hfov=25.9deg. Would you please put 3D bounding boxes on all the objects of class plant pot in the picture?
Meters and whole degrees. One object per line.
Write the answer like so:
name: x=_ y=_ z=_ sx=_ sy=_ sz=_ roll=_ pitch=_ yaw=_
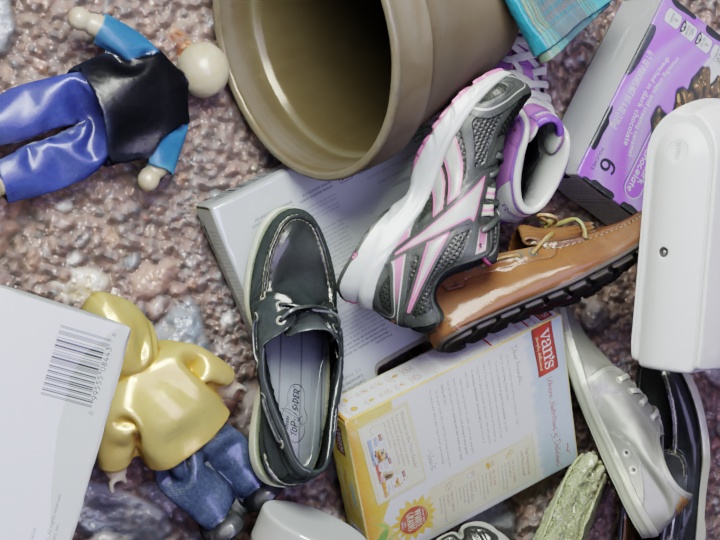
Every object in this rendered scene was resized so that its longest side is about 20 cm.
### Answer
plant pot: x=0.020 y=-0.183 z=1.126 sx=0.172 sy=0.199 sz=0.203 roll=-20 pitch=100 yaw=-37

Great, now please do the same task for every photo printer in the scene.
photo printer: x=0.273 y=-0.028 z=1.188 sx=0.165 sy=0.069 sz=0.203 roll=1 pitch=94 yaw=-52

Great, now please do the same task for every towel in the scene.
towel: x=0.147 y=0.236 z=1.221 sx=0.036 sy=0.148 sz=0.202 roll=20 pitch=83 yaw=14
towel: x=0.117 y=-0.262 z=1.135 sx=0.147 sy=0.022 sz=0.202 roll=-42 pitch=109 yaw=-51

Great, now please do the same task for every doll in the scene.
doll: x=-0.182 y=-0.117 z=1.102 sx=0.198 sy=0.048 sz=0.138 roll=-22 pitch=102 yaw=-21

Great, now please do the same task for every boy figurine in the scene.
boy figurine: x=-0.143 y=0.104 z=1.120 sx=0.124 sy=0.064 sz=0.201 roll=-42 pitch=106 yaw=-18

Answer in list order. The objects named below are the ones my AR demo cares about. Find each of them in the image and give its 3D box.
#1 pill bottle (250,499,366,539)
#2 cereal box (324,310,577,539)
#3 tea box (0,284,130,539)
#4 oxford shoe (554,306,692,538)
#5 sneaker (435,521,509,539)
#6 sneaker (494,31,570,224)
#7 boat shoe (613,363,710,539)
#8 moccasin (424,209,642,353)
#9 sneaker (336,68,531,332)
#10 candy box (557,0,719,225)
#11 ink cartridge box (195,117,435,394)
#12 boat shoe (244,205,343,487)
pill bottle: x=-0.067 y=0.274 z=1.117 sx=0.112 sy=0.113 sz=0.202 roll=18 pitch=96 yaw=-23
cereal box: x=0.074 y=0.125 z=1.206 sx=0.198 sy=0.039 sz=0.145 roll=-24 pitch=123 yaw=-22
tea box: x=-0.253 y=0.107 z=1.000 sx=0.132 sy=0.196 sz=0.203 roll=18 pitch=86 yaw=-22
oxford shoe: x=0.205 y=0.111 z=1.245 sx=0.057 sy=0.075 sz=0.202 roll=-26 pitch=77 yaw=8
sneaker: x=0.034 y=0.269 z=1.200 sx=0.198 sy=0.084 sz=0.081 roll=-23 pitch=64 yaw=-6
sneaker: x=0.129 y=-0.137 z=1.201 sx=0.072 sy=0.114 sz=0.204 roll=4 pitch=86 yaw=-22
boat shoe: x=0.243 y=0.167 z=1.287 sx=0.067 sy=0.072 sz=0.203 roll=-3 pitch=95 yaw=-27
moccasin: x=0.131 y=-0.006 z=1.182 sx=0.199 sy=0.074 sz=0.078 roll=-22 pitch=74 yaw=-7
sneaker: x=0.071 y=-0.044 z=1.125 sx=0.086 sy=0.080 sz=0.201 roll=33 pitch=95 yaw=10
candy box: x=0.267 y=-0.100 z=1.286 sx=0.199 sy=0.071 sz=0.169 roll=32 pitch=80 yaw=-22
ink cartridge box: x=0.000 y=0.000 z=1.190 sx=0.198 sy=0.041 sz=0.202 roll=-27 pitch=104 yaw=-20
boat shoe: x=-0.043 y=0.053 z=1.109 sx=0.074 sy=0.066 sz=0.202 roll=9 pitch=83 yaw=-25
